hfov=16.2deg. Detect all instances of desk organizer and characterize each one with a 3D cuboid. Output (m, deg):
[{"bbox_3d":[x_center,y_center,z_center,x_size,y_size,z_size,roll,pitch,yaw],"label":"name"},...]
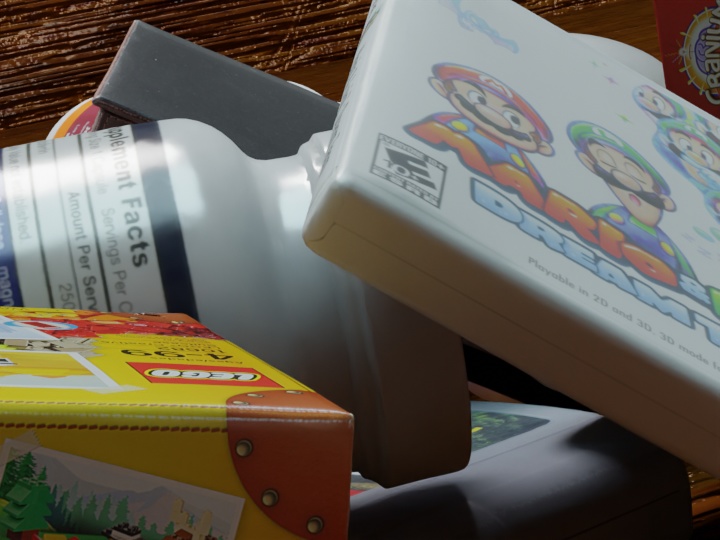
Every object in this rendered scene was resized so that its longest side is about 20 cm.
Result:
[{"bbox_3d":[0.000,0.000,0.828,0.199,0.077,0.072,22,26,-5],"label":"desk organizer"}]

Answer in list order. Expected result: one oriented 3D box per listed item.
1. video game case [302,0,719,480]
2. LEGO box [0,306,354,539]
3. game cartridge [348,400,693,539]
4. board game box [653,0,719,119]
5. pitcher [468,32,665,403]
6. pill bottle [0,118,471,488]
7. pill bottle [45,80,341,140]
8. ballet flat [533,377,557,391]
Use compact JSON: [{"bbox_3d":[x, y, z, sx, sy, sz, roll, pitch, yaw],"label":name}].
[{"bbox_3d":[0.085,-0.002,0.636,0.200,0.024,0.182,29,24,-7],"label":"video game case"},{"bbox_3d":[-0.118,0.051,0.504,0.199,0.077,0.149,2,6,-17],"label":"LEGO box"},{"bbox_3d":[-0.006,0.071,0.756,0.133,0.041,0.200,-12,8,-41],"label":"game cartridge"},{"bbox_3d":[0.141,-0.068,0.942,0.040,0.201,0.153,-8,8,13],"label":"board game box"},{"bbox_3d":[0.069,-0.013,1.015,0.171,0.122,0.200,23,39,36],"label":"pitcher"},{"bbox_3d":[-0.078,0.024,0.654,0.199,0.116,0.116,-10,8,-5],"label":"pill bottle"},{"bbox_3d":[-0.069,-0.039,1.281,0.113,0.113,0.200,-17,11,-39],"label":"pill bottle"},{"bbox_3d":[0.140,0.025,0.752,0.199,0.068,0.072,1,39,-39],"label":"ballet flat"}]
